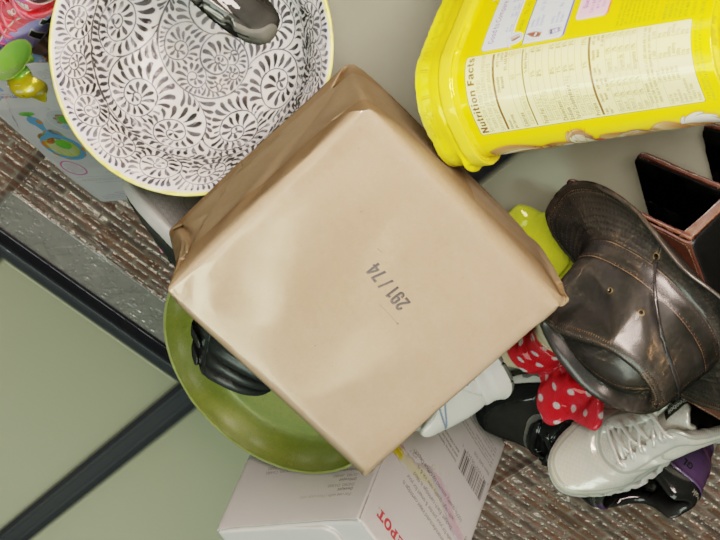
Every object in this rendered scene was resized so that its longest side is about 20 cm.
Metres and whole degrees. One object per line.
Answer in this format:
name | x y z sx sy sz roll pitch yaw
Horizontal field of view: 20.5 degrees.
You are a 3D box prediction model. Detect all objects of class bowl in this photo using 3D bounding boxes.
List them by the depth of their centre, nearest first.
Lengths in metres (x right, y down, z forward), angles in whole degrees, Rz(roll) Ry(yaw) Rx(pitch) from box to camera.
bowl | -0.110 -0.155 1.395 0.199 0.094 0.203 1 95 7

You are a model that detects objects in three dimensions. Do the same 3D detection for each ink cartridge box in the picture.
ink cartridge box | 0.004 0.178 1.645 0.145 0.201 0.147 -8 131 33

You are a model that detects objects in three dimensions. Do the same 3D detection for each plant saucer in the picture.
plant saucer | -0.062 0.067 1.538 0.198 0.031 0.202 17 128 23

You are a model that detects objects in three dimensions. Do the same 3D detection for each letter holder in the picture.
letter holder | 0.243 -0.001 1.411 0.142 0.100 0.201 29 153 48

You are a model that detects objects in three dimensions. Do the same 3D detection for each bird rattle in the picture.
bird rattle | 0.123 0.028 1.531 0.162 0.113 0.201 17 152 32

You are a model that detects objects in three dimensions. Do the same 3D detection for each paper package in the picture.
paper package | 0.000 0.000 1.328 0.190 0.104 0.200 -42 111 11

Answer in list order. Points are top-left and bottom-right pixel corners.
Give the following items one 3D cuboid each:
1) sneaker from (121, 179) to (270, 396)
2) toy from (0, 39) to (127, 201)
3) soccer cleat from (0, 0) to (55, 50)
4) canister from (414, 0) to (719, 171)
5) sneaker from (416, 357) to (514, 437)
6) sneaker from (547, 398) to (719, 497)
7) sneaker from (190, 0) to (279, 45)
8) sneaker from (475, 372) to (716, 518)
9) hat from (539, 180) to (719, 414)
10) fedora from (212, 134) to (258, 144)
sneaker | -0.116 0.015 1.466 0.200 0.071 0.099 42 126 -1
toy | -0.207 -0.119 1.528 0.114 0.048 0.200 -1 156 32
soccer cleat | -0.242 -0.203 1.446 0.067 0.077 0.200 37 138 -16
canister | 0.150 -0.143 1.264 0.198 0.149 0.087 -7 130 29
sneaker | 0.037 0.043 1.439 0.201 0.087 0.074 56 170 -29
sneaker | 0.228 0.118 1.522 0.199 0.081 0.076 -26 78 19
sneaker | -0.113 -0.234 1.300 0.200 0.079 0.075 49 -177 11
sneaker | 0.183 0.144 1.607 0.198 0.088 0.076 10 139 17
hat | 0.177 0.042 1.360 0.201 0.081 0.201 46 165 17
fedora | -0.054 -0.057 1.509 0.199 0.082 0.201 18 148 12
